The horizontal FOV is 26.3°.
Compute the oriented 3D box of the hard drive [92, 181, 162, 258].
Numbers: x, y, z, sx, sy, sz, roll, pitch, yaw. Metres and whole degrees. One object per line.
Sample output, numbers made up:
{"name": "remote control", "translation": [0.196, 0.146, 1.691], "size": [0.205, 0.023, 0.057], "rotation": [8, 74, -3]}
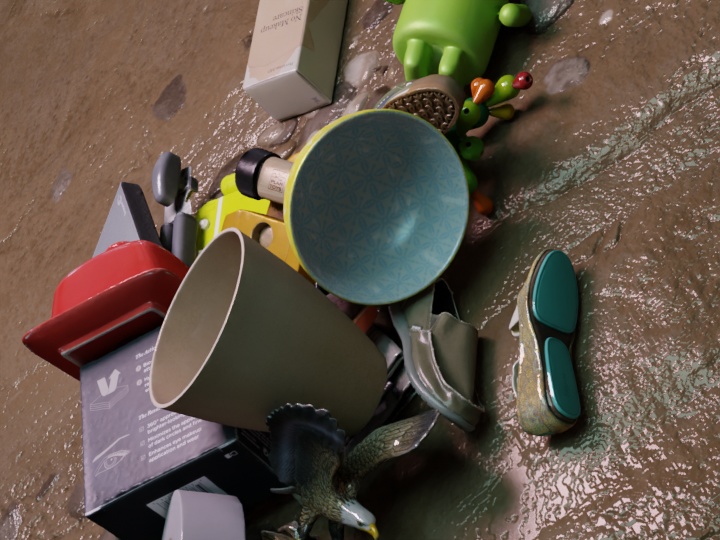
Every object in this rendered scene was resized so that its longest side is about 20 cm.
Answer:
{"name": "hard drive", "translation": [-0.302, 0.011, 1.913], "size": [0.201, 0.033, 0.140], "rotation": [-63, 34, 29]}

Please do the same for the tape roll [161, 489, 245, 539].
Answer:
{"name": "tape roll", "translation": [-0.164, 0.323, 1.531], "size": [0.200, 0.065, 0.203], "rotation": [-171, 90, -78]}

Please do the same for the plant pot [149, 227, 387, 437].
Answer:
{"name": "plant pot", "translation": [-0.078, 0.084, 1.524], "size": [0.187, 0.198, 0.189], "rotation": [-48, 28, 36]}

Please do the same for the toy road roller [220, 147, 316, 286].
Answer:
{"name": "toy road roller", "translation": [-0.069, -0.035, 1.738], "size": [0.122, 0.145, 0.202], "rotation": [18, 92, 36]}

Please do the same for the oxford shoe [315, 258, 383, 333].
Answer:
{"name": "oxford shoe", "translation": [0.000, 0.000, 1.657], "size": [0.071, 0.073, 0.201], "rotation": [-28, 23, 44]}

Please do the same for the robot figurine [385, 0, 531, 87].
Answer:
{"name": "robot figurine", "translation": [0.107, -0.296, 1.775], "size": [0.173, 0.116, 0.202], "rotation": [13, 66, 16]}

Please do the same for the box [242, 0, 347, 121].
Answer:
{"name": "box", "translation": [-0.080, -0.302, 1.972], "size": [0.094, 0.078, 0.202], "rotation": [-15, 52, 32]}

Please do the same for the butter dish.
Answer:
{"name": "butter dish", "translation": [-0.263, 0.033, 1.763], "size": [0.198, 0.199, 0.149], "rotation": [-27, 54, 16]}

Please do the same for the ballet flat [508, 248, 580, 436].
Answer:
{"name": "ballet flat", "translation": [0.175, 0.071, 1.501], "size": [0.070, 0.071, 0.202], "rotation": [-20, 50, 29]}

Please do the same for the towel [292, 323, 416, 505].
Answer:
{"name": "towel", "translation": [-0.042, 0.135, 1.664], "size": [0.193, 0.034, 0.200], "rotation": [-49, 42, 1]}

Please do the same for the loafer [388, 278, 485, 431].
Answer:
{"name": "loafer", "translation": [0.084, 0.077, 1.563], "size": [0.070, 0.075, 0.201], "rotation": [-40, 42, 17]}

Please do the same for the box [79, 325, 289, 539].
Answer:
{"name": "box", "translation": [-0.191, 0.167, 1.662], "size": [0.195, 0.117, 0.202], "rotation": [-27, 47, 17]}

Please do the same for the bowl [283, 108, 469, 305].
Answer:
{"name": "bowl", "translation": [0.003, -0.072, 1.596], "size": [0.201, 0.200, 0.108], "rotation": [-54, 24, -4]}

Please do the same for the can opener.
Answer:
{"name": "can opener", "translation": [-0.233, -0.050, 1.889], "size": [0.052, 0.066, 0.202], "rotation": [-34, 47, 36]}

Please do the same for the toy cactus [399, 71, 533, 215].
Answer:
{"name": "toy cactus", "translation": [0.104, -0.138, 1.704], "size": [0.201, 0.102, 0.165], "rotation": [-59, 24, -6]}

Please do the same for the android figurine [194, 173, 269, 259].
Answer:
{"name": "android figurine", "translation": [-0.150, -0.043, 1.880], "size": [0.198, 0.041, 0.184], "rotation": [-16, 53, 31]}

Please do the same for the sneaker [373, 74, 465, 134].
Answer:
{"name": "sneaker", "translation": [0.056, -0.177, 1.650], "size": [0.200, 0.067, 0.090], "rotation": [-37, 23, 55]}

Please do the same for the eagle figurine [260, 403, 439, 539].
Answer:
{"name": "eagle figurine", "translation": [-0.020, 0.200, 1.493], "size": [0.149, 0.152, 0.202], "rotation": [21, 112, 14]}
